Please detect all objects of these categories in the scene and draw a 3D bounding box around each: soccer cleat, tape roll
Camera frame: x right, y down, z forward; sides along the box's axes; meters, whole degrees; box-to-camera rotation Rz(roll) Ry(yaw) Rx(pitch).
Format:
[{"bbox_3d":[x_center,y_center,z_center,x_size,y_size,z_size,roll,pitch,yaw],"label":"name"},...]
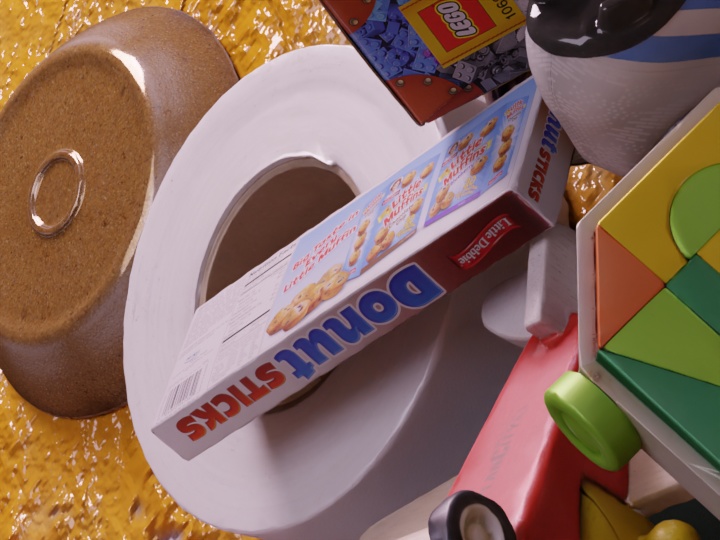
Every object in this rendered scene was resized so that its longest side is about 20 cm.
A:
[{"bbox_3d":[0.131,-0.112,0.911,0.200,0.087,0.070,-41,47,-18],"label":"soccer cleat"},{"bbox_3d":[-0.008,0.013,1.120,0.202,0.071,0.204,-19,63,43],"label":"tape roll"}]

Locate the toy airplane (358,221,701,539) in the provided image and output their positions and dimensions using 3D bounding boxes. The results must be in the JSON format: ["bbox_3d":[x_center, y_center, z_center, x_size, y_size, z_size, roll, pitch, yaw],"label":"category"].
[{"bbox_3d":[0.082,0.079,0.930,0.199,0.141,0.200,-45,16,0],"label":"toy airplane"}]

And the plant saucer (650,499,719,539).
[{"bbox_3d":[0.111,0.127,0.985,0.199,0.027,0.202,-18,64,42],"label":"plant saucer"}]

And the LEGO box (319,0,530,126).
[{"bbox_3d":[0.061,-0.170,1.032,0.148,0.077,0.201,-27,37,19],"label":"LEGO box"}]

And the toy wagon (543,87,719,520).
[{"bbox_3d":[0.158,0.032,0.812,0.155,0.040,0.200,-44,70,-11],"label":"toy wagon"}]

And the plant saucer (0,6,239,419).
[{"bbox_3d":[-0.131,-0.032,1.297,0.199,0.035,0.202,-18,64,43],"label":"plant saucer"}]

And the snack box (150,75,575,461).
[{"bbox_3d":[0.000,0.000,1.021,0.200,0.024,0.072,-34,24,36],"label":"snack box"}]

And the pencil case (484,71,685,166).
[{"bbox_3d":[0.132,-0.067,0.989,0.199,0.078,0.090,9,69,48],"label":"pencil case"}]
